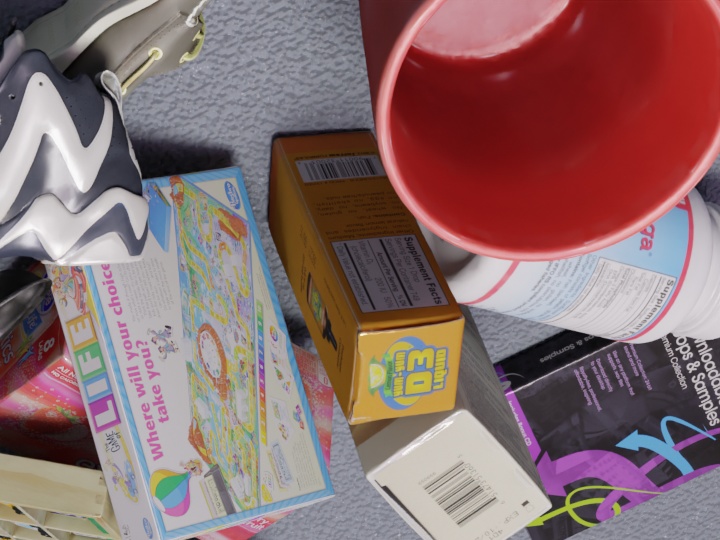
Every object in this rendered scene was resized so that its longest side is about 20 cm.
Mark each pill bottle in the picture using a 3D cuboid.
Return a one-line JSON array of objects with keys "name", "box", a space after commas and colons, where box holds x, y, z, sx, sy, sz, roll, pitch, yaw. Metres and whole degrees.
[{"name": "pill bottle", "box": [0.139, -0.017, 1.456, 0.199, 0.109, 0.109, 13, 120, -31]}]

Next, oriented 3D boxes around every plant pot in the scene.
[{"name": "plant pot", "box": [0.085, -0.135, 1.319, 0.199, 0.178, 0.201, -8, 127, -10]}]

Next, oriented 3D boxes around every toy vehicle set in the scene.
[{"name": "toy vehicle set", "box": [-0.190, 0.142, 1.432, 0.123, 0.027, 0.200, 9, 164, 9]}]

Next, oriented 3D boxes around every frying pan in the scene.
[{"name": "frying pan", "box": [-0.237, 0.057, 1.337, 0.031, 0.115, 0.190, 50, 129, 3]}]

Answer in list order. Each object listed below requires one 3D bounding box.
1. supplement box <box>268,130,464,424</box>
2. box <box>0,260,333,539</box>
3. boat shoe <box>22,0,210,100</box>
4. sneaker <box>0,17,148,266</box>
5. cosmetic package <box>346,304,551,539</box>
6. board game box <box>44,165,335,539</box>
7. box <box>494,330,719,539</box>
[{"name": "supplement box", "box": [0.000, 0.000, 1.374, 0.068, 0.200, 0.067, -4, 126, -13]}, {"name": "box", "box": [-0.121, 0.074, 1.441, 0.199, 0.095, 0.102, 30, 134, -32]}, {"name": "boat shoe", "box": [-0.122, -0.134, 1.327, 0.201, 0.072, 0.060, -37, 123, 19]}, {"name": "sneaker", "box": [-0.207, -0.066, 1.262, 0.198, 0.079, 0.131, -2, 90, -17]}, {"name": "cosmetic package", "box": [0.035, 0.067, 1.432, 0.071, 0.200, 0.105, -35, 125, 11]}, {"name": "board game box", "box": [-0.099, 0.047, 1.369, 0.134, 0.201, 0.034, -9, 170, -44]}, {"name": "box", "box": [0.179, 0.089, 1.593, 0.199, 0.036, 0.143, -27, 127, 2]}]
